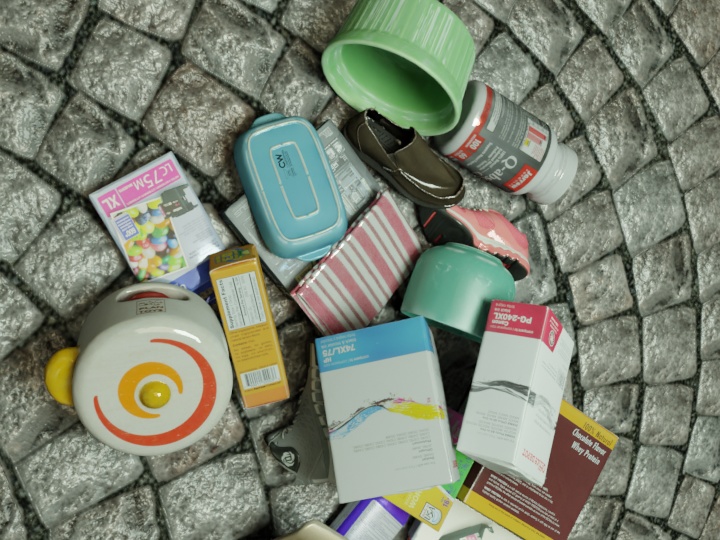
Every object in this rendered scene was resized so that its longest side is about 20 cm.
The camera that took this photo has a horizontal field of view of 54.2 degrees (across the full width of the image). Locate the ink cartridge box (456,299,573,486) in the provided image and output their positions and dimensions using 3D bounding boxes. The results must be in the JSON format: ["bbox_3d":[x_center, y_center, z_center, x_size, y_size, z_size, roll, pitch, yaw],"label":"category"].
[{"bbox_3d":[0.205,0.160,0.915,0.145,0.082,0.203,41,62,-53],"label":"ink cartridge box"}]

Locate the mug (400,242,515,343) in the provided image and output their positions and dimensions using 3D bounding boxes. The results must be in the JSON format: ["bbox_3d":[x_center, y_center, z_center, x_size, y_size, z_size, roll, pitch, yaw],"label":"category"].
[{"bbox_3d":[0.145,0.031,1.021,0.150,0.185,0.116,20,85,3],"label":"mug"}]

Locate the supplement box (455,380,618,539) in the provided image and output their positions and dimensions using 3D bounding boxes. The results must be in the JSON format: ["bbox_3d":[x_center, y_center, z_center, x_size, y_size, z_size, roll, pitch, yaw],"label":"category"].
[{"bbox_3d":[0.243,0.280,1.071,0.196,0.132,0.202,34,82,-20],"label":"supplement box"}]

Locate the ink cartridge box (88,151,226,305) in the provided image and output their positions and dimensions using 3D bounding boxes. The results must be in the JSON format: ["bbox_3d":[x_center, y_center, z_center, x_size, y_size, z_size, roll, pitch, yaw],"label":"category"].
[{"bbox_3d":[-0.246,-0.036,0.909,0.118,0.042,0.202,-31,106,-16],"label":"ink cartridge box"}]

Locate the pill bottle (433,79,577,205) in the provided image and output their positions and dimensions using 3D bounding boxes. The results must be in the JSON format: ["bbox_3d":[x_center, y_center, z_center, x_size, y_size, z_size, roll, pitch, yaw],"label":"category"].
[{"bbox_3d":[0.217,-0.183,1.040,0.198,0.116,0.117,25,84,-20],"label":"pill bottle"}]

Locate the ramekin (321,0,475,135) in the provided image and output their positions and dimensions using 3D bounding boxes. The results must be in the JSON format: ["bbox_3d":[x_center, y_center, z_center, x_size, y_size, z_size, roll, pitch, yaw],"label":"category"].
[{"bbox_3d":[0.056,-0.276,0.932,0.198,0.199,0.099,30,76,-20],"label":"ramekin"}]

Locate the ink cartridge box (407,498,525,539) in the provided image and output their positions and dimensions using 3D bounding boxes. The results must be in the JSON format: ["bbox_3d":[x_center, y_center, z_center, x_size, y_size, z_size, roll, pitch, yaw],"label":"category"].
[{"bbox_3d":[0.157,0.451,1.060,0.198,0.044,0.175,31,85,-1],"label":"ink cartridge box"}]

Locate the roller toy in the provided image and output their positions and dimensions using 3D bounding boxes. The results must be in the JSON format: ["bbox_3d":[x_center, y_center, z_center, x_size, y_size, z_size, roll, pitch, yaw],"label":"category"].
[{"bbox_3d":[-0.249,0.117,0.842,0.182,0.140,0.200,-44,117,2],"label":"roller toy"}]

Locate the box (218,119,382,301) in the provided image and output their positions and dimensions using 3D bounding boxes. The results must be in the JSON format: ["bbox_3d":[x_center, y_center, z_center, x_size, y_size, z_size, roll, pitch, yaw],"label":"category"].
[{"bbox_3d":[-0.071,-0.082,0.968,0.200,0.051,0.158,-44,107,-14],"label":"box"}]

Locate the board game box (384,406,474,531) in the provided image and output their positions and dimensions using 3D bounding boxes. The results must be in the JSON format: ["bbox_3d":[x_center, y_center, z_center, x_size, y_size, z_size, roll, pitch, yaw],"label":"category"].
[{"bbox_3d":[0.059,0.243,0.989,0.198,0.040,0.155,27,83,15],"label":"board game box"}]

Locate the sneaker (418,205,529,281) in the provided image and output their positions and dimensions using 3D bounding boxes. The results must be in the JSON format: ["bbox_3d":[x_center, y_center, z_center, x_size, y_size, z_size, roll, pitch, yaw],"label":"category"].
[{"bbox_3d":[0.174,-0.062,1.068,0.198,0.074,0.088,31,53,-14],"label":"sneaker"}]

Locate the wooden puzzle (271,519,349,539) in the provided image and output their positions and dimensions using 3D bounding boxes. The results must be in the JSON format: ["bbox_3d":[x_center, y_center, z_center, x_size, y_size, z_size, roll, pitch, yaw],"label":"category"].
[{"bbox_3d":[-0.059,0.410,0.958,0.184,0.199,0.038,38,37,-19],"label":"wooden puzzle"}]

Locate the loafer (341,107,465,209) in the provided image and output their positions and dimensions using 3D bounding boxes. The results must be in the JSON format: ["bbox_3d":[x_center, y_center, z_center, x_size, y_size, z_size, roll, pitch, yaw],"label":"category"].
[{"bbox_3d":[0.065,-0.156,0.980,0.198,0.071,0.074,29,65,-7],"label":"loafer"}]

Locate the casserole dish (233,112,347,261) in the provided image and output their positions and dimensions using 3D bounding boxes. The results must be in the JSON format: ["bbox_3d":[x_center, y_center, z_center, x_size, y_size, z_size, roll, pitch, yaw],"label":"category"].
[{"bbox_3d":[-0.087,-0.112,0.905,0.119,0.039,0.203,-19,86,-15],"label":"casserole dish"}]

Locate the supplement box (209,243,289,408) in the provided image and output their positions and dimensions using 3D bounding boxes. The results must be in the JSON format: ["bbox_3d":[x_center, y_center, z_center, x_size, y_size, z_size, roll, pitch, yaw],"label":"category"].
[{"bbox_3d":[-0.144,0.073,0.916,0.068,0.067,0.203,-11,111,-8],"label":"supplement box"}]

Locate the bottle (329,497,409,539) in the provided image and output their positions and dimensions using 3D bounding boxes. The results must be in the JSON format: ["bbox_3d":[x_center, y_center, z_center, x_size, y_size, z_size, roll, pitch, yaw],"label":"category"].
[{"bbox_3d":[0.028,0.348,1.026,0.200,0.065,0.084,-49,113,-12],"label":"bottle"}]

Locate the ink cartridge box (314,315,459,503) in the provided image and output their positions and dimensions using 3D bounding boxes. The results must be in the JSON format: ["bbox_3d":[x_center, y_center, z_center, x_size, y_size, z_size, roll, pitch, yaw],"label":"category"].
[{"bbox_3d":[0.038,0.182,0.909,0.144,0.147,0.203,-12,74,7],"label":"ink cartridge box"}]

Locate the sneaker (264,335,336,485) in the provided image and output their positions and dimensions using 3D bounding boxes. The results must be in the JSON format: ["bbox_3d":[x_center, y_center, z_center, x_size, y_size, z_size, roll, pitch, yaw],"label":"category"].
[{"bbox_3d":[-0.085,0.197,0.972,0.114,0.075,0.203,-15,72,16],"label":"sneaker"}]

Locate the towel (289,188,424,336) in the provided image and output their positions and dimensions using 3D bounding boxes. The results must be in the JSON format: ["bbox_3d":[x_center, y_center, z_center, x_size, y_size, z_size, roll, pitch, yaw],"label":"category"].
[{"bbox_3d":[0.000,0.000,0.982,0.200,0.030,0.147,-49,137,-13],"label":"towel"}]
